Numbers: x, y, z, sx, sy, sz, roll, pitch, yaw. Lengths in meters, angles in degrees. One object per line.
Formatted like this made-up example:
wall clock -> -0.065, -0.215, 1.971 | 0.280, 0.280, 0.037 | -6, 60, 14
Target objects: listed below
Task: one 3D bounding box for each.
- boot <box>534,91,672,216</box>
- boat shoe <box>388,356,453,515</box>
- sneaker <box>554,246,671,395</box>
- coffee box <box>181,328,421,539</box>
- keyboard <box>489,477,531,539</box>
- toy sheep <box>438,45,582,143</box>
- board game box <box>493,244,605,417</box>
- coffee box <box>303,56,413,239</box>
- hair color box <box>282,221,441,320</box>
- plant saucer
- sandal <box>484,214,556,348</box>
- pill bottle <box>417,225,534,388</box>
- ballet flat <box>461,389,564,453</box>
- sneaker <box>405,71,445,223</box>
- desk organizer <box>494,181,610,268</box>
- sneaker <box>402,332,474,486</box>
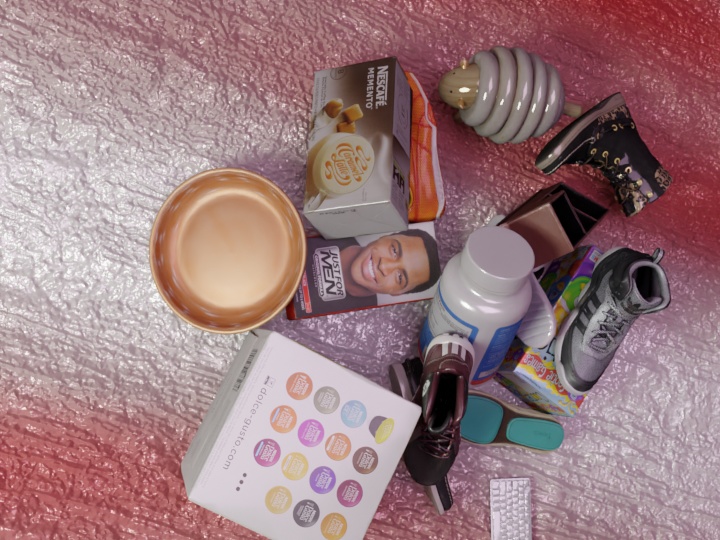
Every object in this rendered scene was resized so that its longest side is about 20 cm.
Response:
boot -> 0.333, -0.141, 1.306 | 0.200, 0.073, 0.151 | -37, 92, -40
boat shoe -> 0.092, 0.209, 1.246 | 0.060, 0.074, 0.202 | -15, 82, -10
sneaker -> 0.308, 0.057, 1.180 | 0.075, 0.114, 0.201 | 28, 79, -10
coffee box -> -0.075, 0.199, 1.133 | 0.197, 0.200, 0.201 | 28, 81, -11
keyboard -> 0.201, 0.379, 1.290 | 0.056, 0.011, 0.202 | 0, 86, -15
toy sheep -> 0.197, -0.228, 1.271 | 0.198, 0.138, 0.139 | 4, 85, -14
board game box -> 0.271, 0.079, 1.282 | 0.103, 0.105, 0.201 | 36, 77, -9
coffee box -> 0.001, -0.149, 1.188 | 0.113, 0.080, 0.202 | -5, 65, 20
hair color box -> 0.000, 0.000, 1.240 | 0.198, 0.061, 0.102 | -9, 87, -16
plant saucer -> -0.159, -0.023, 1.182 | 0.198, 0.037, 0.202 | 0, 88, 11
sandal -> 0.209, 0.020, 1.259 | 0.059, 0.079, 0.208 | 16, 40, -38
pill bottle -> 0.143, 0.044, 1.175 | 0.111, 0.201, 0.113 | 7, 48, -8
ballet flat -> 0.174, 0.194, 1.259 | 0.199, 0.069, 0.070 | 22, 81, -25
sneaker -> 0.063, -0.162, 1.265 | 0.076, 0.073, 0.202 | -7, 85, -4
desk organizer -> 0.250, -0.066, 1.242 | 0.072, 0.077, 0.200 | 62, 32, -4
sneaker -> 0.084, 0.181, 1.121 | 0.075, 0.116, 0.202 | 9, 110, 4
